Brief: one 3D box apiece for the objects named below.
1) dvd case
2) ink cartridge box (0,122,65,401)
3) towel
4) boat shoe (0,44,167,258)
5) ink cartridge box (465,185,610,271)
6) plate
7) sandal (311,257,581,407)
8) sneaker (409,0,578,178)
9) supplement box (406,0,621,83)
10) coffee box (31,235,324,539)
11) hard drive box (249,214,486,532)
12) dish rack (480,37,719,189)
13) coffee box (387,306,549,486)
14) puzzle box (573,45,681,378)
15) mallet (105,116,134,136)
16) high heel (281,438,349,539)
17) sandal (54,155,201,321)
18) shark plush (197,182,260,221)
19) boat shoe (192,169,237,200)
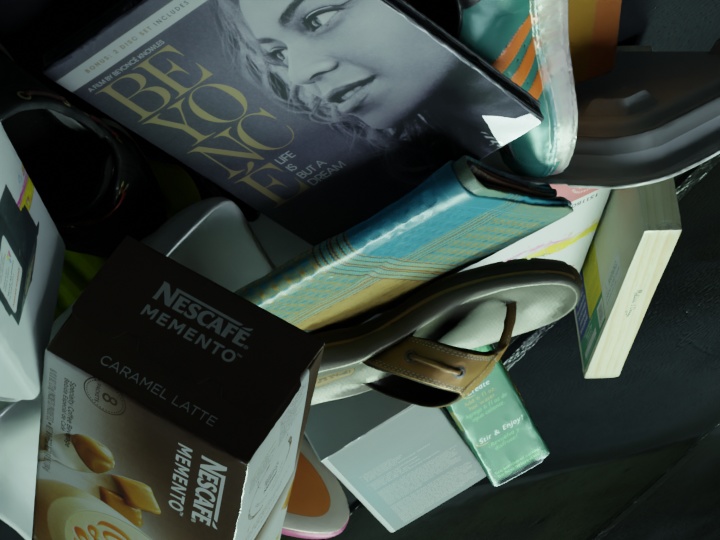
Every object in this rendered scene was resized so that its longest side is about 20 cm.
[{"bbox_3d":[-0.030,-0.086,1.226,0.148,0.016,0.200,-30,136,31],"label":"dvd case"},{"bbox_3d":[-0.224,-0.019,1.127,0.144,0.083,0.200,5,159,8],"label":"ink cartridge box"},{"bbox_3d":[0.000,0.000,1.326,0.199,0.022,0.146,-28,165,20],"label":"towel"},{"bbox_3d":[-0.148,-0.045,1.244,0.074,0.063,0.201,-43,149,3],"label":"boat shoe"},{"bbox_3d":[0.088,-0.028,1.627,0.116,0.068,0.200,-24,157,-18],"label":"ink cartridge box"},{"bbox_3d":[-0.126,0.054,1.349,0.200,0.032,0.200,-44,159,-5],"label":"plate"},{"bbox_3d":[0.029,0.049,1.384,0.199,0.055,0.082,-19,158,-6],"label":"sandal"},{"bbox_3d":[0.062,-0.117,1.286,0.079,0.072,0.201,-15,140,-4],"label":"sneaker"},{"bbox_3d":[0.043,-0.119,1.362,0.199,0.069,0.067,-22,136,-28],"label":"supplement box"},{"bbox_3d":[-0.093,0.092,1.253,0.080,0.114,0.201,-56,169,-35],"label":"coffee box"},{"bbox_3d":[-0.006,0.057,1.567,0.076,0.156,0.200,-31,158,1],"label":"hard drive box"},{"bbox_3d":[0.131,-0.094,1.439,0.199,0.044,0.171,4,-157,45],"label":"dish rack"},{"bbox_3d":[0.040,0.021,1.501,0.044,0.123,0.200,-29,133,2],"label":"coffee box"},{"bbox_3d":[0.163,-0.034,1.634,0.025,0.134,0.200,-2,152,-8],"label":"puzzle box"},{"bbox_3d":[-0.200,-0.016,1.320,0.199,0.041,0.066,-32,159,-10],"label":"mallet"},{"bbox_3d":[-0.101,0.115,1.533,0.096,0.199,0.068,114,0,-62],"label":"high heel"},{"bbox_3d":[-0.172,0.007,1.367,0.200,0.080,0.087,-37,-159,-13],"label":"sandal"},{"bbox_3d":[-0.115,0.001,1.428,0.083,0.091,0.200,24,134,-27],"label":"shark plush"},{"bbox_3d":[-0.061,-0.106,1.267,0.072,0.065,0.200,-21,155,-21],"label":"boat shoe"}]
